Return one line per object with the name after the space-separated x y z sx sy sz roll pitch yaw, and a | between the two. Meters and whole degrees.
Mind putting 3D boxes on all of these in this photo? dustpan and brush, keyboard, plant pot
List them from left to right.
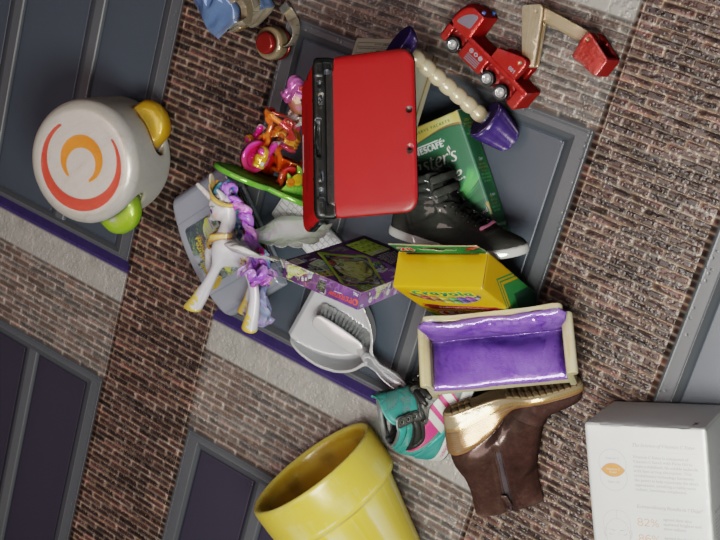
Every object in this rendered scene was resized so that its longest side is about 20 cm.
-0.050 -0.031 1.769 0.200 0.011 0.056 47 119 15 | keyboard
-0.016 0.347 1.723 0.200 0.201 0.189 -32 98 31 | plant pot
-0.006 0.104 1.737 0.199 0.057 0.140 34 115 9 | dustpan and brush

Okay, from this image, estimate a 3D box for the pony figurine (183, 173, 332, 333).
-0.158 -0.021 1.732 0.192 0.166 0.201 19 114 23 | pony figurine

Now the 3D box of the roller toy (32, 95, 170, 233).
-0.386 -0.172 1.868 0.181 0.140 0.201 18 106 16 | roller toy

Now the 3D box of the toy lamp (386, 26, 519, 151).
0.119 -0.222 1.555 0.199 0.058 0.058 36 121 -20 | toy lamp

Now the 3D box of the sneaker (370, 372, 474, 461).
0.078 0.164 1.659 0.084 0.120 0.201 46 126 56 | sneaker

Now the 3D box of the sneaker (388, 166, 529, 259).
0.124 -0.076 1.568 0.199 0.071 0.100 15 112 32 | sneaker

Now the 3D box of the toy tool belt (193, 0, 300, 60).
-0.185 -0.376 1.719 0.125 0.123 0.201 -36 81 31 | toy tool belt

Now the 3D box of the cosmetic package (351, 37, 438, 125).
0.019 -0.195 1.609 0.103 0.073 0.201 19 93 55 | cosmetic package

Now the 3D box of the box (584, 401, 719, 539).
0.370 0.272 1.518 0.151 0.106 0.202 -1 99 31 | box

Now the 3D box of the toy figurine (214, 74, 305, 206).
-0.082 -0.194 1.673 0.150 0.199 0.185 32 102 46 | toy figurine

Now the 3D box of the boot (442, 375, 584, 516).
0.217 0.229 1.635 0.199 0.072 0.167 -18 110 13 | boot

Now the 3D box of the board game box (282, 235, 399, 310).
0.000 0.000 1.634 0.119 0.200 0.033 18 109 27 | board game box

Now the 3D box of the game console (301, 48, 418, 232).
-0.005 -0.157 1.538 0.118 0.172 0.202 1 82 -11 | game console

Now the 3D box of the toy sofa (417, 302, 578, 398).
0.172 0.103 1.561 0.198 0.098 0.083 -6 69 12 | toy sofa

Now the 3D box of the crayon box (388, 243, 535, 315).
0.127 0.020 1.562 0.126 0.200 0.051 1 72 31 | crayon box

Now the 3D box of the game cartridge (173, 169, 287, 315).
-0.200 -0.041 1.843 0.133 0.041 0.201 -30 83 35 | game cartridge

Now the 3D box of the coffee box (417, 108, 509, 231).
0.117 -0.100 1.636 0.122 0.044 0.201 -17 90 32 | coffee box

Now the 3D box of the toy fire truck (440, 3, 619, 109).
0.208 -0.281 1.545 0.200 0.049 0.141 48 118 16 | toy fire truck
